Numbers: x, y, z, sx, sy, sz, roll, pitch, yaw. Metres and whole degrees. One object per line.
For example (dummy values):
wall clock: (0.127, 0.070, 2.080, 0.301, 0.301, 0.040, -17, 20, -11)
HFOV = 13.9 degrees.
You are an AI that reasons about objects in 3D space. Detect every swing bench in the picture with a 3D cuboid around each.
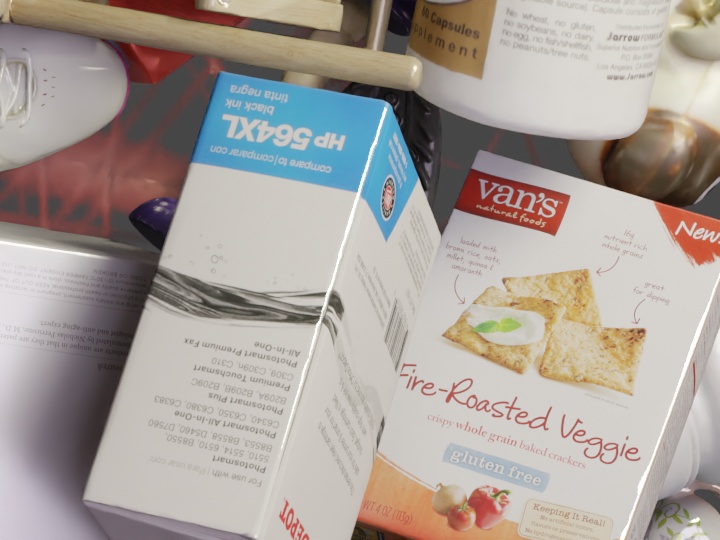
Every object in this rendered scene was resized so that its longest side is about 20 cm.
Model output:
swing bench: (-0.060, -0.192, 1.284, 0.199, 0.130, 0.200, 10, 94, -5)

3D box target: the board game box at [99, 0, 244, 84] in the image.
board game box: (-0.095, -0.211, 1.362, 0.153, 0.040, 0.200, -38, 109, -14)

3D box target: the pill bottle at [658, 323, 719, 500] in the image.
pill bottle: (0.199, 0.038, 1.481, 0.199, 0.114, 0.115, -23, 105, -19)

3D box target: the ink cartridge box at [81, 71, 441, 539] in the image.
ink cartridge box: (-0.039, 0.039, 1.265, 0.084, 0.146, 0.201, 12, 69, 15)

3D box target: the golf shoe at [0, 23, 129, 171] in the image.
golf shoe: (-0.191, -0.076, 1.312, 0.199, 0.091, 0.076, -5, 97, -24)

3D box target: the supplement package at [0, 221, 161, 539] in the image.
supplement package: (-0.159, 0.082, 1.329, 0.119, 0.121, 0.201, 9, 93, -24)

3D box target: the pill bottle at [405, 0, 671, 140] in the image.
pill bottle: (0.091, -0.168, 1.320, 0.114, 0.114, 0.201, 4, 107, -23)

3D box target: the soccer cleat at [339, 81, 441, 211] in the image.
soccer cleat: (0.000, 0.000, 1.405, 0.068, 0.073, 0.201, 12, 101, 12)

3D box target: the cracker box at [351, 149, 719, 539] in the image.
cracker box: (0.084, 0.055, 1.378, 0.133, 0.058, 0.201, 16, 65, 14)

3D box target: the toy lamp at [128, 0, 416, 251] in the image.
toy lamp: (-0.028, -0.087, 1.398, 0.058, 0.058, 0.200, 39, 81, -22)

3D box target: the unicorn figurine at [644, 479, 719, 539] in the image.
unicorn figurine: (0.155, 0.186, 1.512, 0.137, 0.074, 0.201, 27, 70, -23)

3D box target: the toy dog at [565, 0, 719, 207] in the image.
toy dog: (0.145, -0.129, 1.426, 0.193, 0.140, 0.201, -9, 101, -12)
